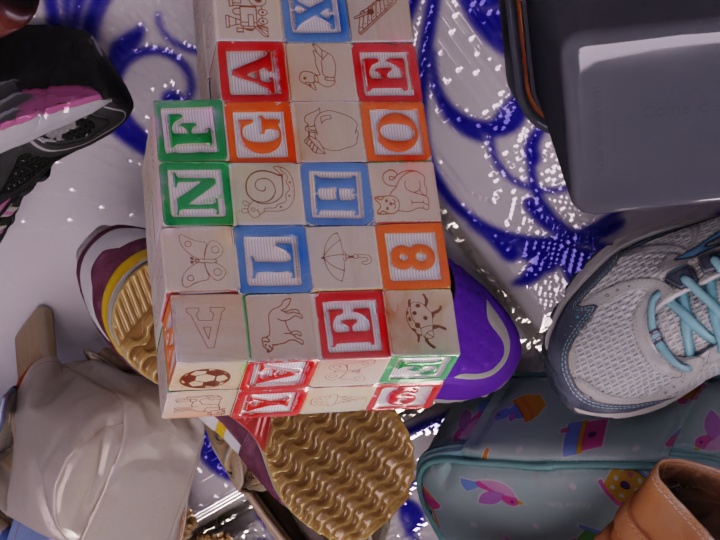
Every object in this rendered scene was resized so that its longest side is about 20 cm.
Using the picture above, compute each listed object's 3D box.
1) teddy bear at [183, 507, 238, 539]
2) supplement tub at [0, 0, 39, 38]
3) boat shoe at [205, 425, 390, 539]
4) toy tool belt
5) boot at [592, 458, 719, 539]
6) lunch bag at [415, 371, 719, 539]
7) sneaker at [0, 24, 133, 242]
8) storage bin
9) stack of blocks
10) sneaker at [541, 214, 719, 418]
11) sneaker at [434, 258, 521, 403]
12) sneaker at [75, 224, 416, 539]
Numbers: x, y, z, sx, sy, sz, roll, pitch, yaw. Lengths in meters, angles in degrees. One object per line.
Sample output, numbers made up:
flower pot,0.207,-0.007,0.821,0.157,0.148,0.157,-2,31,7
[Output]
teddy bear,-0.137,0.196,1.027,0.199,0.067,0.145,-30,113,18
supplement tub,-0.246,-0.117,0.824,0.199,0.107,0.107,-22,118,14
boat shoe,-0.040,0.080,0.956,0.071,0.065,0.201,-25,116,16
toy tool belt,-0.157,0.130,0.946,0.124,0.123,0.201,7,106,-46
boot,0.109,0.137,0.849,0.198,0.074,0.155,18,137,5
lunch bag,0.136,0.130,0.933,0.199,0.077,0.161,-1,126,35
sneaker,-0.187,-0.044,0.893,0.199,0.081,0.087,-18,131,21
storage bin,0.160,-0.087,0.811,0.198,0.135,0.147,-5,120,6
stack of blocks,-0.032,-0.044,0.796,0.114,0.202,0.059,-1,155,-12
sneaker,0.172,0.002,0.844,0.199,0.086,0.078,-27,90,-8
sneaker,0.000,0.000,0.877,0.199,0.099,0.070,32,75,-16
sneaker,-0.051,0.047,0.890,0.075,0.090,0.200,-45,122,-4
